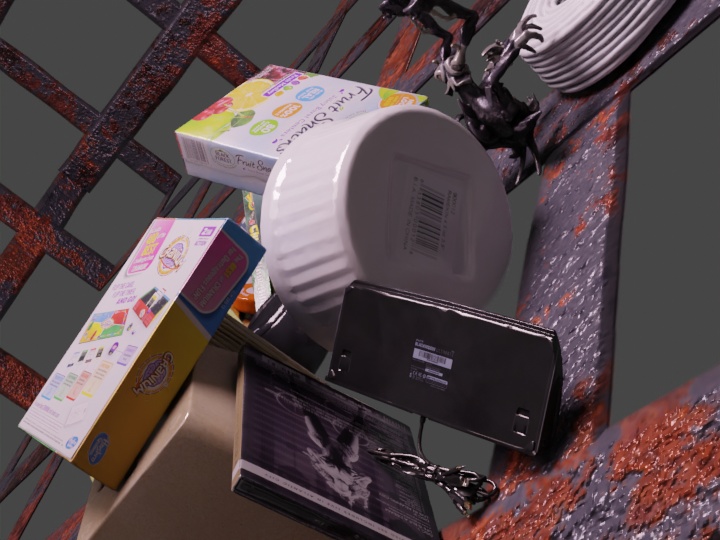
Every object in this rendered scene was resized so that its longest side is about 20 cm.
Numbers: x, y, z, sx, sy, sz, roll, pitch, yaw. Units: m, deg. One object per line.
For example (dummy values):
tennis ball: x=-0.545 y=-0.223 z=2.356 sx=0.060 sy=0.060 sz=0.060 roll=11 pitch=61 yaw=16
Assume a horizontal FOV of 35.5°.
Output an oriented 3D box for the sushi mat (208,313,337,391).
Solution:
sushi mat: x=-0.087 y=0.108 z=0.919 sx=0.096 sy=0.199 sz=0.012 roll=-51 pitch=29 yaw=1

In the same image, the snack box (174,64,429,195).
snack box: x=-0.052 y=-0.124 z=1.039 sx=0.198 sy=0.053 sz=0.142 roll=18 pitch=46 yaw=35

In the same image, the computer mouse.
computer mouse: x=-0.070 y=0.117 z=0.956 sx=0.200 sy=0.141 sz=0.046 roll=-45 pitch=17 yaw=-2

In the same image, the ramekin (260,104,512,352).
ramekin: x=0.028 y=-0.033 z=0.893 sx=0.097 sy=0.200 sz=0.202 roll=-17 pitch=38 yaw=53

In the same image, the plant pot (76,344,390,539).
plant pot: x=-0.095 y=0.175 z=0.833 sx=0.200 sy=0.176 sz=0.200 roll=-50 pitch=17 yaw=12

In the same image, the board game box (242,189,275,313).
board game box: x=-0.090 y=0.017 z=1.176 sx=0.023 sy=0.105 sz=0.202 roll=-17 pitch=52 yaw=9

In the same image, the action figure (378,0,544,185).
action figure: x=0.111 y=-0.179 z=0.987 sx=0.102 sy=0.201 sz=0.119 roll=-42 pitch=10 yaw=-19

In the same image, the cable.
cable: x=0.224 y=-0.257 z=1.021 sx=0.200 sy=0.069 sz=0.201 roll=-48 pitch=16 yaw=18

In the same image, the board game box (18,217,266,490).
board game box: x=-0.167 y=0.053 z=0.843 sx=0.201 sy=0.040 sz=0.152 roll=-59 pitch=27 yaw=-14

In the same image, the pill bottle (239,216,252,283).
pill bottle: x=-0.106 y=-0.015 z=1.373 sx=0.201 sy=0.119 sz=0.120 roll=-53 pitch=16 yaw=1

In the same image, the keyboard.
keyboard: x=0.048 y=0.084 z=0.747 sx=0.199 sy=0.020 sz=0.129 roll=14 pitch=93 yaw=47

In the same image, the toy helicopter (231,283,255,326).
toy helicopter: x=-0.183 y=0.044 z=1.268 sx=0.200 sy=0.131 sz=0.080 roll=36 pitch=132 yaw=55

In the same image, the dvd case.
dvd case: x=-0.019 y=0.126 z=0.765 sx=0.016 sy=0.147 sz=0.200 roll=-58 pitch=14 yaw=13

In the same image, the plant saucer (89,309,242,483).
plant saucer: x=-0.165 y=0.145 z=1.069 sx=0.199 sy=0.048 sz=0.200 roll=-37 pitch=35 yaw=-9

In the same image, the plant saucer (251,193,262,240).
plant saucer: x=-0.065 y=-0.027 z=1.213 sx=0.038 sy=0.203 sz=0.202 roll=-17 pitch=24 yaw=9
